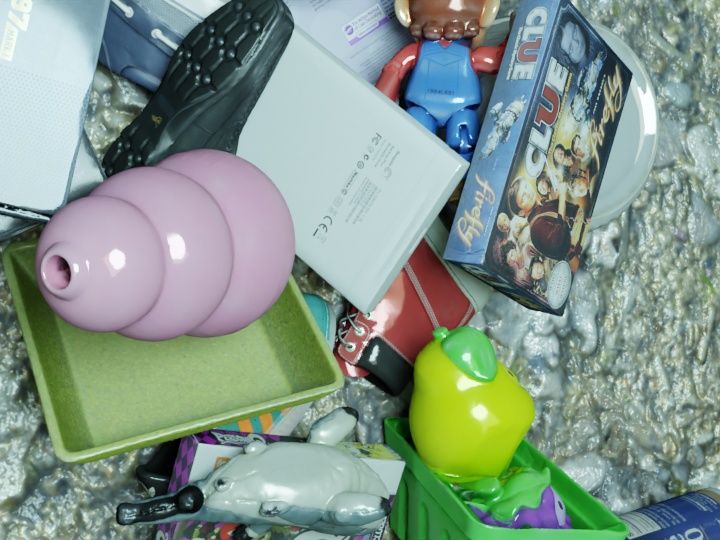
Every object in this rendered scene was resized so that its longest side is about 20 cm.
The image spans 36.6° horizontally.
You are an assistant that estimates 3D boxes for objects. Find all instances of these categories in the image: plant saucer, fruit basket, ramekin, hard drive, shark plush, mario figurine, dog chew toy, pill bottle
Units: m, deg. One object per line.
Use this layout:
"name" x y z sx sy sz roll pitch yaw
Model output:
"plant saucer" -0.138 0.046 0.782 0.198 0.201 0.048 -12 139 -21
"fruit basket" 0.100 0.144 0.842 0.154 0.215 0.219 8 87 -21
"ramekin" 0.157 -0.118 0.917 0.198 0.105 0.203 0 91 -22
"hard drive" -0.033 -0.084 0.795 0.200 0.027 0.133 40 113 16
"shark plush" -0.064 0.169 0.751 0.198 0.084 0.091 -11 51 -33
"mario figurine" 0.070 -0.147 0.829 0.122 0.106 0.203 8 84 -27
"dog chew toy" -0.125 -0.012 0.685 0.199 0.123 0.126 -16 98 -64
"pill bottle" 0.247 0.268 0.950 0.198 0.111 0.113 -12 94 -22

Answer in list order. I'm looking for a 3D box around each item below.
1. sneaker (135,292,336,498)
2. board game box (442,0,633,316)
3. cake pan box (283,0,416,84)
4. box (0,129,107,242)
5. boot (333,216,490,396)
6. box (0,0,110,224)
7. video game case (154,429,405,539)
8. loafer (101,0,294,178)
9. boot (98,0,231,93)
"sneaker" -0.093 0.095 0.826 0.080 0.071 0.201 38 77 -35
"board game box" 0.135 -0.081 0.800 0.135 0.034 0.202 26 79 -51
"cake pan box" -0.025 -0.228 0.873 0.199 0.052 0.185 -38 105 -17
"box" -0.264 -0.122 0.737 0.105 0.122 0.202 -26 100 -21
"boot" 0.000 0.000 0.874 0.144 0.072 0.201 -44 108 -15
"box" -0.238 -0.141 0.653 0.156 0.051 0.203 14 85 -23
"video game case" -0.072 0.222 0.822 0.179 0.036 0.202 11 100 -32
"loafer" -0.113 -0.111 0.780 0.201 0.068 0.070 -49 146 15
"boot" -0.190 -0.204 0.796 0.199 0.073 0.091 33 109 1
